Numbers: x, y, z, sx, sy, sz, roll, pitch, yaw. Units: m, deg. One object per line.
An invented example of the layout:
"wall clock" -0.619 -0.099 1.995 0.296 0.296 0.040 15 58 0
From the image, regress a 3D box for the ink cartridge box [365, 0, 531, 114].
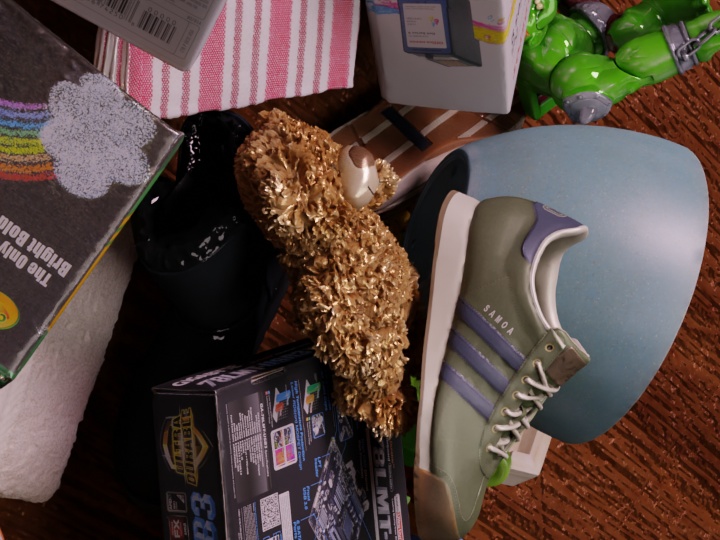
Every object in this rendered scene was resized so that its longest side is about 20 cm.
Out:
"ink cartridge box" 0.056 -0.208 1.232 0.200 0.087 0.145 83 18 -59

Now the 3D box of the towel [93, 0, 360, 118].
"towel" -0.069 -0.162 1.134 0.200 0.030 0.147 -14 114 -48

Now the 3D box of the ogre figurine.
"ogre figurine" 0.145 -0.162 1.364 0.120 0.200 0.098 -41 156 -10

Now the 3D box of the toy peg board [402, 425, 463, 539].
"toy peg board" -0.005 0.196 1.364 0.200 0.098 0.199 -49 132 -25

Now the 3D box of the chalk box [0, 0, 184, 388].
"chalk box" -0.203 -0.015 1.033 0.125 0.124 0.200 38 71 -10

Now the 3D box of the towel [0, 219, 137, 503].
"towel" -0.190 0.027 1.158 0.132 0.034 0.200 20 87 -48

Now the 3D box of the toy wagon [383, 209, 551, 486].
"toy wagon" 0.064 0.046 1.392 0.200 0.040 0.155 54 30 -16

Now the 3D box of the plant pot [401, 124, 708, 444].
"plant pot" 0.104 -0.008 1.293 0.135 0.200 0.200 21 85 -17

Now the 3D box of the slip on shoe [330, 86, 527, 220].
"slip on shoe" 0.032 -0.077 1.356 0.200 0.076 0.061 -36 166 -45

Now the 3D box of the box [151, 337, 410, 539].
"box" -0.038 0.146 1.183 0.198 0.050 0.200 -17 104 -60

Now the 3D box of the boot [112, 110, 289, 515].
"boot" -0.101 0.024 1.181 0.168 0.076 0.200 68 42 -66

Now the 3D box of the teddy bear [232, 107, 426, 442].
"teddy bear" 0.000 0.000 1.151 0.145 0.067 0.200 -46 125 -56

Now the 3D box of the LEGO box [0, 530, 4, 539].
"LEGO box" -0.243 0.232 1.112 0.149 0.077 0.200 -31 124 -26

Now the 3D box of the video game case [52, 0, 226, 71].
"video game case" -0.134 -0.210 0.991 0.182 0.200 0.023 -58 -175 39

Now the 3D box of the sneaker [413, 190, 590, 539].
"sneaker" 0.083 0.055 1.176 0.067 0.090 0.201 35 60 -74
